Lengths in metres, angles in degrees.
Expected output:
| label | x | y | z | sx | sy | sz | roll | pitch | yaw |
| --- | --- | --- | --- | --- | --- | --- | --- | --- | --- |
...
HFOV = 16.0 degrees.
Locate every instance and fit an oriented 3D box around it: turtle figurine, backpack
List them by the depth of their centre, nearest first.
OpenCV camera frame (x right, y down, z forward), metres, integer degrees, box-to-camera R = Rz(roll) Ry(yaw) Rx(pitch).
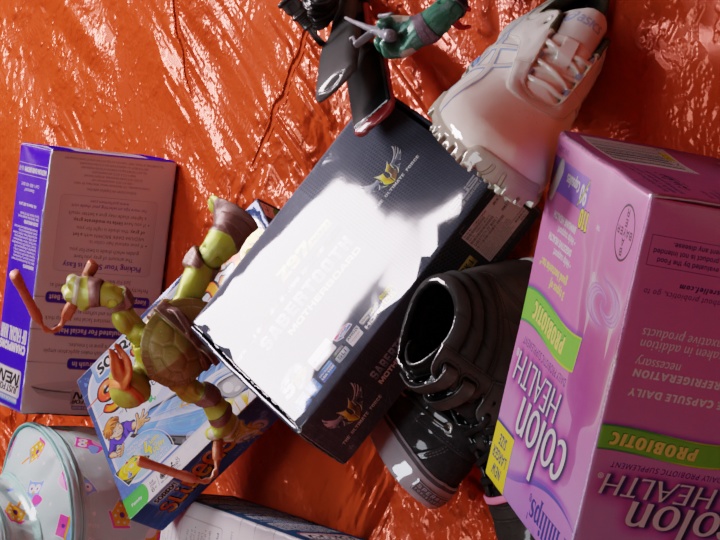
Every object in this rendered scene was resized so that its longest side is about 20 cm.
| label | x | y | z | sx | sy | sz | roll | pitch | yaw |
| --- | --- | --- | --- | --- | --- | --- | --- | --- | --- |
| turtle figurine | 0.061 | -0.207 | 1.546 | 0.200 | 0.100 | 0.151 | 0 | 95 | 58 |
| turtle figurine | -0.122 | 0.030 | 1.670 | 0.162 | 0.200 | 0.064 | -51 | 21 | -21 |
| backpack | -0.230 | 0.214 | 1.920 | 0.176 | 0.152 | 0.201 | 41 | 114 | 58 |

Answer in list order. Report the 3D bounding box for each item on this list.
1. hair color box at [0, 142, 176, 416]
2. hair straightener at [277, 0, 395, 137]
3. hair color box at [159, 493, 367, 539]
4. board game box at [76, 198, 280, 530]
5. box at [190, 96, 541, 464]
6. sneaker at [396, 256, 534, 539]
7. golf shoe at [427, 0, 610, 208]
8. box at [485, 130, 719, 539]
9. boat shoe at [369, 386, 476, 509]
| label | x | y | z | sx | sy | sz | roll | pitch | yaw |
| --- | --- | --- | --- | --- | --- | --- | --- | --- | --- |
| hair color box | -0.211 | 0.009 | 1.947 | 0.065 | 0.109 | 0.202 | 12 | 96 | 58 |
| hair straightener | -0.015 | -0.166 | 1.652 | 0.041 | 0.077 | 0.201 | -39 | 27 | 25 |
| hair color box | -0.069 | 0.216 | 1.738 | 0.200 | 0.060 | 0.101 | 10 | 93 | 58 |
| board game box | -0.105 | 0.066 | 1.778 | 0.200 | 0.034 | 0.136 | -45 | 47 | 19 |
| box | 0.000 | 0.000 | 1.589 | 0.200 | 0.051 | 0.158 | -51 | 37 | 1 |
| sneaker | 0.069 | 0.090 | 1.497 | 0.071 | 0.099 | 0.202 | -15 | 75 | 54 |
| golf shoe | 0.097 | -0.108 | 1.434 | 0.097 | 0.078 | 0.200 | -51 | 9 | 25 |
| box | 0.148 | 0.045 | 1.329 | 0.176 | 0.096 | 0.201 | -127 | 47 | -73 |
| boat shoe | 0.025 | 0.062 | 1.610 | 0.066 | 0.070 | 0.200 | -46 | 38 | 15 |
